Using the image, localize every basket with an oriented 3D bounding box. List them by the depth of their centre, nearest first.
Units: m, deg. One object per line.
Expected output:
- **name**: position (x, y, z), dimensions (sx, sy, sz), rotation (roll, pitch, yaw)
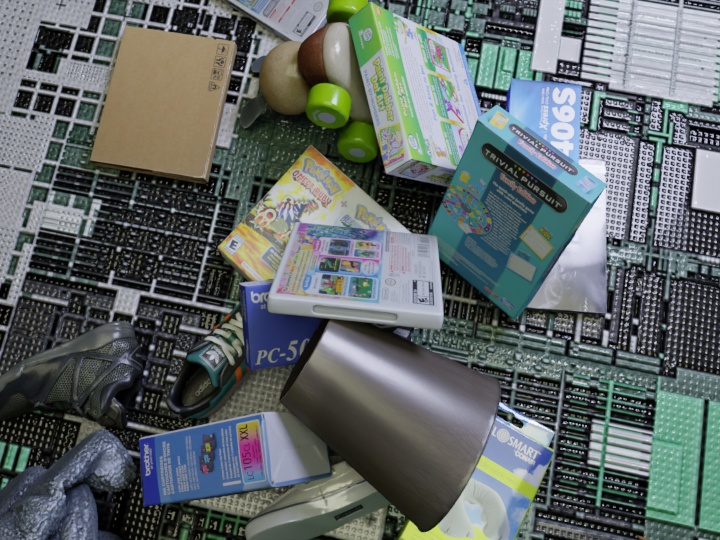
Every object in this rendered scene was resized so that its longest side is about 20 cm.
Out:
- **basket**: position (0.025, 0.140, 0.800), dimensions (0.198, 0.136, 0.182), rotation (33, 68, -5)

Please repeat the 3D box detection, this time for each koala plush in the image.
- **koala plush**: position (-0.313, 0.322, 0.819), dimensions (0.175, 0.184, 0.203), rotation (-27, 103, 19)

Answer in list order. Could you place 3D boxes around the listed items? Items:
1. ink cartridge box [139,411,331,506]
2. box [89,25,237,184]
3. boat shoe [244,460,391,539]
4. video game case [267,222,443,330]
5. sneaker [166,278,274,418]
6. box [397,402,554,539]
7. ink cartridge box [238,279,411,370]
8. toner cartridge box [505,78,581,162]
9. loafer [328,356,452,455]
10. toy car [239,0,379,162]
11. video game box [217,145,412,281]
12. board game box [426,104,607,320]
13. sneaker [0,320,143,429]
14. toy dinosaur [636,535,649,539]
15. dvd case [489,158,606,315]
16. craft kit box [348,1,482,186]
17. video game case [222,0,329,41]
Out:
- **ink cartridge box**: position (-0.149, 0.208, 0.832), dimensions (0.196, 0.136, 0.078), rotation (-13, 75, 24)
- **box**: position (-0.265, -0.228, 1.022), dimensions (0.159, 0.021, 0.205), rotation (9, 77, 4)
- **boat shoe**: position (-0.044, 0.258, 0.879), dimensions (0.196, 0.072, 0.071), rotation (-22, 52, -1)
- **video game case**: position (0.000, 0.000, 0.840), dimensions (0.177, 0.201, 0.024), rotation (5, 116, 1)
- **sneaker**: position (-0.154, 0.096, 0.889), dimensions (0.071, 0.080, 0.202), rotation (37, 93, 11)
- **box**: position (0.139, 0.252, 0.880), dimensions (0.120, 0.048, 0.203), rotation (27, 79, 7)
- **ink cartridge box**: position (-0.039, 0.053, 0.876), dimensions (0.195, 0.044, 0.097), rotation (-6, 95, -19)
- **toner cartridge box**: position (0.228, -0.140, 0.960), dimensions (0.092, 0.043, 0.205), rotation (5, 74, 5)
- **loafer**: position (0.029, 0.155, 0.898), dimensions (0.197, 0.063, 0.073), rotation (-27, 77, -5)
- **toy car**: position (-0.070, -0.240, 0.984), dimensions (0.196, 0.158, 0.168), rotation (-1, 66, 30)
- **video game box**: position (-0.050, -0.026, 0.955), dimensions (0.199, 0.047, 0.183), rotation (40, 78, 10)
- **board game box**: position (0.168, -0.061, 0.869), dimensions (0.150, 0.202, 0.047), rotation (40, 50, 16)
- **sneaker**: position (-0.350, 0.152, 0.903), dimensions (0.196, 0.077, 0.116), rotation (-24, 70, -10)
- **toy dinosaur**: position (0.325, 0.366, 0.851), dimensions (0.195, 0.060, 0.109), rotation (4, 100, 8)
- **dvd case**: position (0.241, -0.049, 0.967), dimensions (0.145, 0.016, 0.205), rotation (4, 76, 3)
- **craft kit box**: position (0.083, -0.206, 0.930), dimensions (0.048, 0.195, 0.205), rotation (-23, 72, 35)
- **video game case**: position (-0.120, -0.417, 1.067), dimensions (0.198, 0.018, 0.145), rotation (33, 80, 9)
